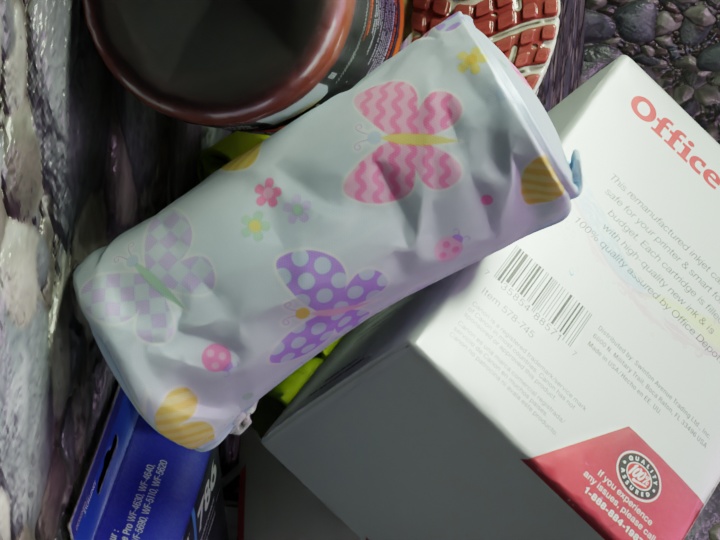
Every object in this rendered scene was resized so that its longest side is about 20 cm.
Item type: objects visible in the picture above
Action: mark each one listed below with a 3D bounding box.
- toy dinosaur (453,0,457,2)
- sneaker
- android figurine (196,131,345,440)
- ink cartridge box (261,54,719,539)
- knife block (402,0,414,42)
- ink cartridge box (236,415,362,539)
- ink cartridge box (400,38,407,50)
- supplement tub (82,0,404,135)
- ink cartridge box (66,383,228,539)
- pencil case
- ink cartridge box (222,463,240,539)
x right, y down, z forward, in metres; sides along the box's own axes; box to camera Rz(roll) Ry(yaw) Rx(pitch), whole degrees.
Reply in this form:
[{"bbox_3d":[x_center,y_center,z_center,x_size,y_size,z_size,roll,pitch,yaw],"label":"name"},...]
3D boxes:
[{"bbox_3d":[0.045,-0.148,0.825,0.102,0.077,0.200,-42,178,19],"label":"toy dinosaur"},{"bbox_3d":[0.077,-0.155,1.083,0.082,0.078,0.201,57,38,-64],"label":"sneaker"},{"bbox_3d":[0.000,0.000,0.992,0.200,0.182,0.041,-36,179,-41],"label":"android figurine"},{"bbox_3d":[0.087,0.037,0.908,0.200,0.145,0.145,-50,-173,-34],"label":"ink cartridge box"},{"bbox_3d":[-0.007,-0.205,1.046,0.200,0.064,0.176,-54,144,-58],"label":"knife block"},{"bbox_3d":[0.025,0.145,1.053,0.200,0.085,0.148,48,27,-37],"label":"ink cartridge box"},{"bbox_3d":[-0.014,-0.057,1.146,0.115,0.068,0.201,-74,166,-54],"label":"ink cartridge box"},{"bbox_3d":[-0.039,-0.109,0.847,0.200,0.107,0.107,-10,106,-80],"label":"supplement tub"},{"bbox_3d":[-0.088,0.142,0.911,0.200,0.039,0.100,85,15,-45],"label":"ink cartridge box"},{"bbox_3d":[-0.013,-0.013,0.793,0.091,0.200,0.083,57,6,7],"label":"pencil case"},{"bbox_3d":[-0.055,0.202,1.134,0.198,0.047,0.201,-39,132,-77],"label":"ink cartridge box"}]
